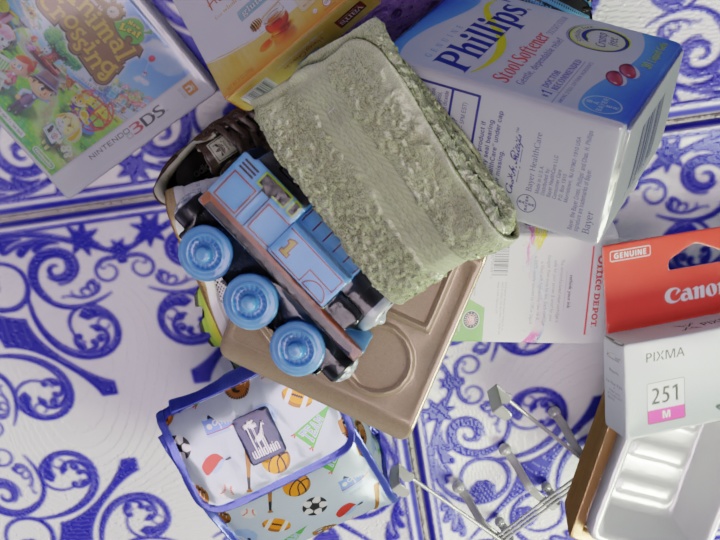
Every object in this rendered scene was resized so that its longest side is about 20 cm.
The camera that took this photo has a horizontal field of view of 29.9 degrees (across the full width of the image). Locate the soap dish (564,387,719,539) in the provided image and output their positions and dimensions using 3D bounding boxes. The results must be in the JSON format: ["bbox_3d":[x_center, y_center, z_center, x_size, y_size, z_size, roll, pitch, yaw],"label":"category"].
[{"bbox_3d":[0.296,0.179,1.329,0.157,0.081,0.201,16,96,-21],"label":"soap dish"}]

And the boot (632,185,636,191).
[{"bbox_3d":[0.160,-0.079,1.225,0.199,0.090,0.073,5,117,-3],"label":"boot"}]

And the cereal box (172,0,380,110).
[{"bbox_3d":[-0.088,-0.249,1.091,0.144,0.200,0.039,-38,155,17],"label":"cereal box"}]

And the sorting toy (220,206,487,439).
[{"bbox_3d":[-0.007,0.024,1.153,0.185,0.036,0.201,24,109,7],"label":"sorting toy"}]

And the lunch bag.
[{"bbox_3d":[-0.077,0.165,1.263,0.169,0.124,0.200,-25,130,2],"label":"lunch bag"}]

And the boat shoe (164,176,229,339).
[{"bbox_3d":[-0.108,0.004,1.199,0.069,0.071,0.200,-20,129,0],"label":"boat shoe"}]

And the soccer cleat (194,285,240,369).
[{"bbox_3d":[-0.101,0.066,1.315,0.083,0.065,0.201,-17,120,9],"label":"soccer cleat"}]

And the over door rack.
[{"bbox_3d":[0.140,0.193,1.371,0.148,0.067,0.200,-41,131,19],"label":"over door rack"}]

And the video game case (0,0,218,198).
[{"bbox_3d":[-0.259,-0.187,1.204,0.182,0.022,0.200,-33,113,15],"label":"video game case"}]

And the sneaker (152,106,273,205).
[{"bbox_3d":[-0.099,-0.110,1.176,0.200,0.076,0.071,-36,93,29],"label":"sneaker"}]

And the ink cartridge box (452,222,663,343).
[{"bbox_3d":[0.177,0.004,1.281,0.199,0.067,0.118,2,116,-1],"label":"ink cartridge box"}]

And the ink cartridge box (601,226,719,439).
[{"bbox_3d":[0.320,0.051,1.243,0.199,0.044,0.174,-9,106,-16],"label":"ink cartridge box"}]

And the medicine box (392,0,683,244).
[{"bbox_3d":[0.130,-0.129,1.065,0.199,0.182,0.103,19,125,17],"label":"medicine box"}]

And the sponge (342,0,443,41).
[{"bbox_3d":[0.015,-0.159,1.150,0.111,0.030,0.201,-13,124,-34],"label":"sponge"}]

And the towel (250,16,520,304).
[{"bbox_3d":[0.015,-0.076,1.017,0.148,0.036,0.200,-30,100,38],"label":"towel"}]

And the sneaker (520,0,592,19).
[{"bbox_3d":[0.175,-0.199,1.172,0.082,0.073,0.200,-27,115,14],"label":"sneaker"}]

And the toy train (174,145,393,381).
[{"bbox_3d":[-0.059,-0.004,1.096,0.114,0.087,0.200,-44,91,14],"label":"toy train"}]
